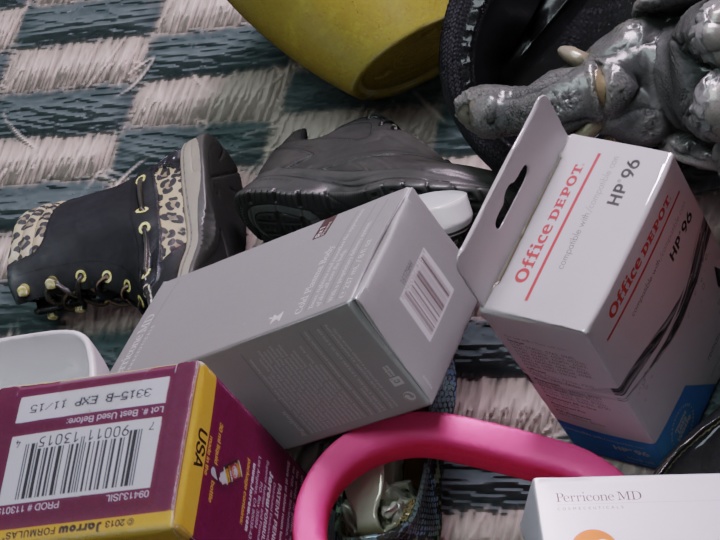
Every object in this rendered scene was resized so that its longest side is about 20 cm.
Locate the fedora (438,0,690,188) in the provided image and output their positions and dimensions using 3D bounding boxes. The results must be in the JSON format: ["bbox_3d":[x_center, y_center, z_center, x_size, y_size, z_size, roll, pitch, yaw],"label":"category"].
[{"bbox_3d":[0.149,-0.135,1.284,0.200,0.092,0.201,0,90,11],"label":"fedora"}]

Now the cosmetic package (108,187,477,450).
[{"bbox_3d":[-0.040,0.040,1.204,0.200,0.090,0.107,-19,30,34],"label":"cosmetic package"}]

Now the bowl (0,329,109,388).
[{"bbox_3d":[-0.237,0.147,1.327,0.200,0.075,0.200,-13,53,20],"label":"bowl"}]

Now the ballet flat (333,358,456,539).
[{"bbox_3d":[0.017,0.089,1.236,0.074,0.074,0.200,-15,52,18],"label":"ballet flat"}]

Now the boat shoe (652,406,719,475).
[{"bbox_3d":[0.232,0.070,1.126,0.200,0.068,0.072,-34,54,-3],"label":"boat shoe"}]

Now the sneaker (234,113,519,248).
[{"bbox_3d":[0.019,-0.059,1.338,0.200,0.076,0.091,6,51,26],"label":"sneaker"}]

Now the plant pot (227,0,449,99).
[{"bbox_3d":[0.008,-0.197,1.379,0.200,0.200,0.142,-30,76,6],"label":"plant pot"}]

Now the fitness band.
[{"bbox_3d":[0.062,0.150,1.144,0.200,0.037,0.144,14,63,8],"label":"fitness band"}]

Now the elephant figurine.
[{"bbox_3d":[0.180,-0.108,1.175,0.200,0.155,0.142,-4,55,62],"label":"elephant figurine"}]

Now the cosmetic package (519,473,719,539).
[{"bbox_3d":[0.187,0.174,1.042,0.200,0.052,0.151,-1,51,-7],"label":"cosmetic package"}]

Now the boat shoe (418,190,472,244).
[{"bbox_3d":[0.000,0.000,1.276,0.071,0.064,0.200,-23,4,-41],"label":"boat shoe"}]

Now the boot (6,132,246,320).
[{"bbox_3d":[-0.153,0.015,1.378,0.154,0.073,0.204,-18,49,21],"label":"boot"}]

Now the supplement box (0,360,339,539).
[{"bbox_3d":[-0.103,0.145,1.172,0.131,0.200,0.103,-9,54,23],"label":"supplement box"}]

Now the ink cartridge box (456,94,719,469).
[{"bbox_3d":[0.134,0.010,1.140,0.068,0.200,0.116,13,66,34],"label":"ink cartridge box"}]
